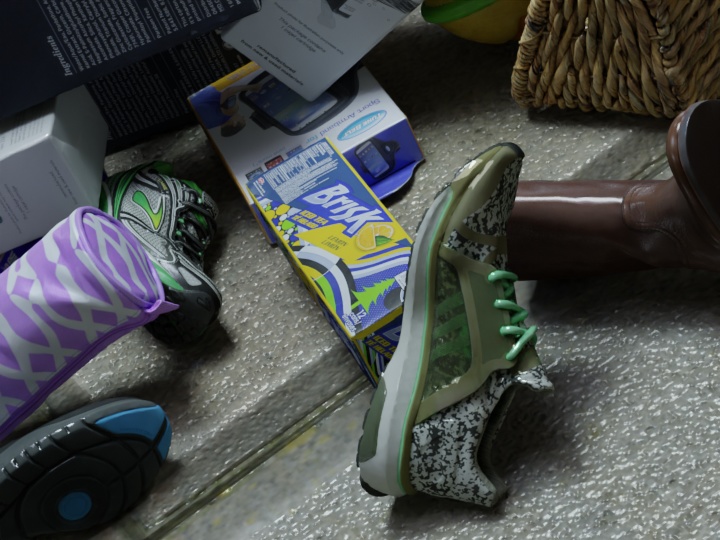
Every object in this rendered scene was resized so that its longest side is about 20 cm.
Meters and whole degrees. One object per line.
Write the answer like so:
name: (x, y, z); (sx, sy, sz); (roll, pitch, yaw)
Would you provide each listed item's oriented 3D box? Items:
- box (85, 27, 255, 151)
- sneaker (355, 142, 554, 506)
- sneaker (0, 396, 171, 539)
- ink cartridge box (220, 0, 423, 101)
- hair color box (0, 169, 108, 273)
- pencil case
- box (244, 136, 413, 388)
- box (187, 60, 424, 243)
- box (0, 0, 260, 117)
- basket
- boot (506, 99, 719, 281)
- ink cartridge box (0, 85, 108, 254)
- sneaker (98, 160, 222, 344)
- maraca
box: (-0.170, -0.180, 1.550); (0.199, 0.105, 0.148); (-18, 36, 12)
sneaker: (0.068, 0.034, 1.087); (0.088, 0.201, 0.077); (18, 8, 21)
sneaker: (-0.206, 0.123, 1.206); (0.199, 0.073, 0.082); (-29, 32, -4)
ink cartridge box: (0.007, -0.230, 1.363); (0.200, 0.084, 0.145); (-38, 28, 40)
hair color box: (-0.259, -0.011, 1.428); (0.109, 0.065, 0.201); (-11, 39, 25)
pencil case: (-0.207, 0.050, 1.244); (0.200, 0.084, 0.086); (-42, 64, 18)
box: (0.000, 0.000, 1.228); (0.064, 0.070, 0.200); (-31, 34, -3)
box: (-0.037, -0.094, 1.405); (0.119, 0.042, 0.200); (-30, 32, -3)
box: (-0.174, -0.203, 1.337); (0.199, 0.105, 0.148); (-22, 31, 7)
basket: (0.178, -0.207, 1.313); (0.148, 0.143, 0.200); (10, 48, 41)
boot: (0.129, -0.037, 1.104); (0.199, 0.186, 0.065); (5, 68, 34)
ink cartridge box: (-0.272, -0.055, 1.374); (0.199, 0.067, 0.116); (-22, 31, 12)
sneaker: (-0.129, -0.023, 1.341); (0.085, 0.078, 0.200); (-31, 34, -6)
maraca: (0.114, -0.226, 1.417); (0.137, 0.107, 0.200); (-13, 26, 42)
